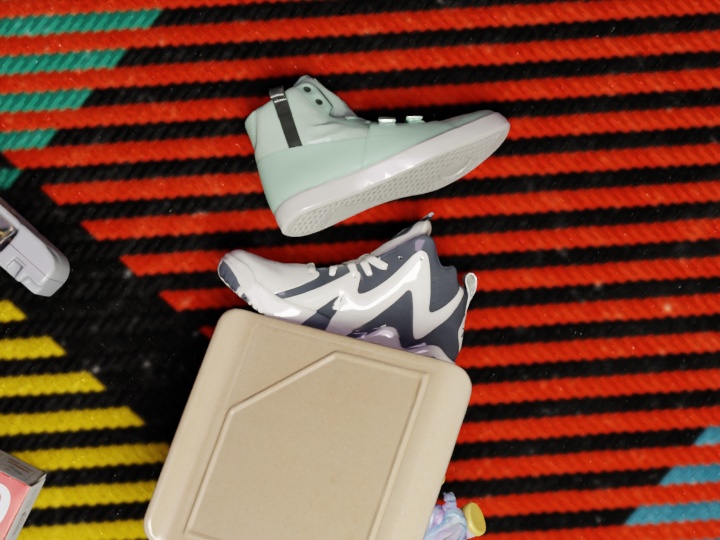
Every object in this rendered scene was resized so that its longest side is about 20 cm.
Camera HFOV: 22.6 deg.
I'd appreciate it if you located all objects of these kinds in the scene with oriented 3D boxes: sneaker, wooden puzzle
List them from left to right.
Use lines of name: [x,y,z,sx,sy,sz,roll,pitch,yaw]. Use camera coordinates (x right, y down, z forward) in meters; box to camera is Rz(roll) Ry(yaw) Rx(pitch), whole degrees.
wooden puzzle: [-0.037,0.135,1.290,0.199,0.037,0.186,14,75,20]
sneaker: [0.000,0.000,1.381,0.198,0.079,0.130,27,88,-1]
sneaker: [0.010,-0.114,1.385,0.199,0.074,0.119,-20,70,-14]

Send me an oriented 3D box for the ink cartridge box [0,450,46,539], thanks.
ink cartridge box: [-0.370,0.194,1.372,0.199,0.084,0.177,26,90,-2]

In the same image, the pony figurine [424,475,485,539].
pony figurine: [-0.010,0.187,1.346,0.199,0.166,0.194,-24,69,28]

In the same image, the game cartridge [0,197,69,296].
game cartridge: [-0.300,-0.059,1.346,0.200,0.133,0.042,42,90,-2]
